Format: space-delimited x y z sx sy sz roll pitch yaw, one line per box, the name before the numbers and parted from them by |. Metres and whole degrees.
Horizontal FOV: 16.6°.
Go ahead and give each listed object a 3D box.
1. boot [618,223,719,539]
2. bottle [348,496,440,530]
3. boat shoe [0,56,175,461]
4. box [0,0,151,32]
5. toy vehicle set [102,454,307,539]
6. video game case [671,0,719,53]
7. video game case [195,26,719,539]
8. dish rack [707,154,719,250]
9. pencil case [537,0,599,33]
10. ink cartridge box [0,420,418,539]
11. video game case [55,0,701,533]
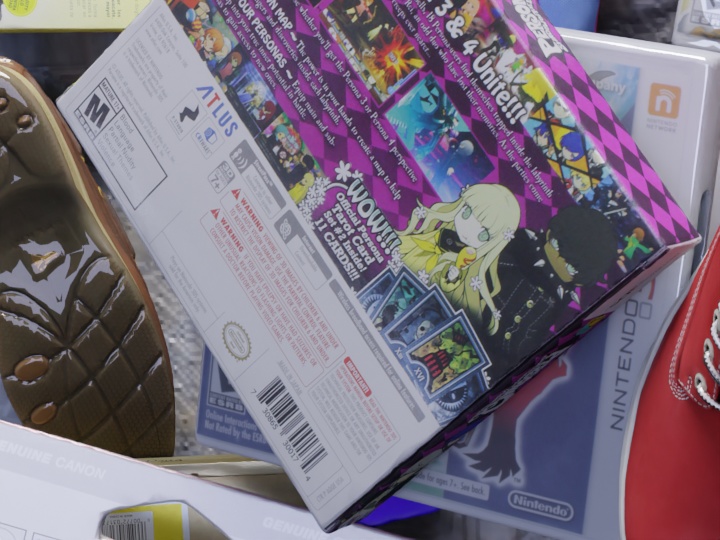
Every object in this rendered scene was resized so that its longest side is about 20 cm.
boot | 0.124 0.028 0.786 0.072 0.144 0.201 20 103 11
bottle | 0.000 0.000 0.997 0.065 0.083 0.202 -16 88 25
boat shoe | -0.125 0.001 1.056 0.071 0.068 0.201 -18 104 11
box | -0.119 -0.137 1.052 0.198 0.050 0.076 1 94 20
toy vehicle set | -0.096 0.142 1.039 0.198 0.027 0.125 -2 93 1
video game case | 0.230 -0.156 0.934 0.198 0.023 0.184 12 97 20
video game case | 0.032 -0.003 0.917 0.199 0.023 0.184 12 102 29
dish rack | 0.151 0.017 0.927 0.198 0.044 0.173 2 100 1
pencil case | 0.061 -0.145 0.968 0.088 0.088 0.202 8 96 20
ink cartridge box | -0.088 0.165 0.996 0.198 0.045 0.178 16 92 5
video game case | -0.001 -0.037 0.895 0.181 0.036 0.201 -42 73 30
